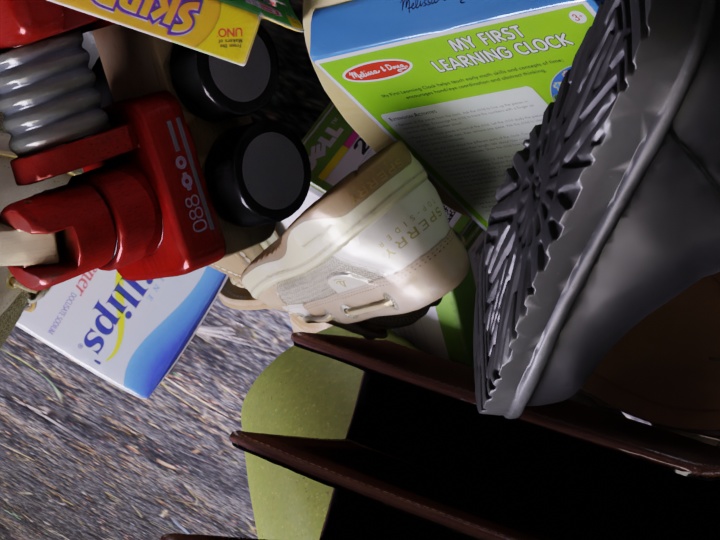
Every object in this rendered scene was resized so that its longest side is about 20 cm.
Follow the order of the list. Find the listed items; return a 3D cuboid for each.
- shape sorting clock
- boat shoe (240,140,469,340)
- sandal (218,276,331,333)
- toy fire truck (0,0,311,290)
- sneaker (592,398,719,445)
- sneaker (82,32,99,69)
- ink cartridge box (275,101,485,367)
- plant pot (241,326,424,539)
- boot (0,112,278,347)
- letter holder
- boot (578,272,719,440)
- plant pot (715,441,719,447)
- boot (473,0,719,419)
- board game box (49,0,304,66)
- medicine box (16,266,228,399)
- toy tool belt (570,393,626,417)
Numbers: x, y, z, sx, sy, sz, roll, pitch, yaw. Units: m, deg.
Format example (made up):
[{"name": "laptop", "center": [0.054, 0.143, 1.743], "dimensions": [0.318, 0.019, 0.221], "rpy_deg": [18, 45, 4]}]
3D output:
[{"name": "shape sorting clock", "center": [0.071, -0.068, 0.742], "dimensions": [0.198, 0.040, 0.201], "rpy_deg": [18, 154, 9]}, {"name": "boat shoe", "center": [0.000, 0.000, 0.834], "dimensions": [0.065, 0.072, 0.200], "rpy_deg": [51, 165, -1]}, {"name": "sandal", "center": [-0.037, -0.013, 1.152], "dimensions": [0.212, 0.077, 0.070], "rpy_deg": [-152, 46, -68]}, {"name": "toy fire truck", "center": [-0.149, -0.068, 0.870], "dimensions": [0.128, 0.199, 0.178], "rpy_deg": [-6, 105, 50]}, {"name": "sneaker", "center": [0.176, 0.052, 1.020], "dimensions": [0.075, 0.071, 0.200], "rpy_deg": [-7, 148, 34]}, {"name": "sneaker", "center": [-0.183, -0.152, 1.002], "dimensions": [0.198, 0.076, 0.115], "rpy_deg": [23, 158, -15]}, {"name": "ink cartridge box", "center": [-0.009, -0.044, 1.005], "dimensions": [0.199, 0.076, 0.148], "rpy_deg": [32, 164, 21]}, {"name": "plant pot", "center": [0.025, 0.128, 0.973], "dimensions": [0.201, 0.186, 0.188], "rpy_deg": [58, 177, 31]}, {"name": "boot", "center": [-0.154, -0.002, 0.995], "dimensions": [0.198, 0.156, 0.072], "rpy_deg": [26, 159, 3]}, {"name": "letter holder", "center": [0.038, 0.094, 0.776], "dimensions": [0.199, 0.102, 0.142], "rpy_deg": [16, -178, 34]}, {"name": "boot", "center": [0.144, 0.042, 0.819], "dimensions": [0.198, 0.071, 0.146], "rpy_deg": [16, 171, 4]}, {"name": "plant pot", "center": [0.222, 0.127, 0.942], "dimensions": [0.134, 0.201, 0.201], "rpy_deg": [38, 163, 11]}, {"name": "boot", "center": [0.134, -0.009, 0.676], "dimensions": [0.156, 0.080, 0.212], "rpy_deg": [14, 137, -11]}, {"name": "board game box", "center": [-0.120, -0.124, 0.763], "dimensions": [0.198, 0.030, 0.096], "rpy_deg": [15, -165, -12]}, {"name": "medicine box", "center": [-0.181, -0.032, 1.152], "dimensions": [0.199, 0.103, 0.182], "rpy_deg": [32, -177, -10]}, {"name": "toy tool belt", "center": [0.089, 0.111, 1.076], "dimensions": [0.200, 0.123, 0.125], "rpy_deg": [49, -173, 15]}]
